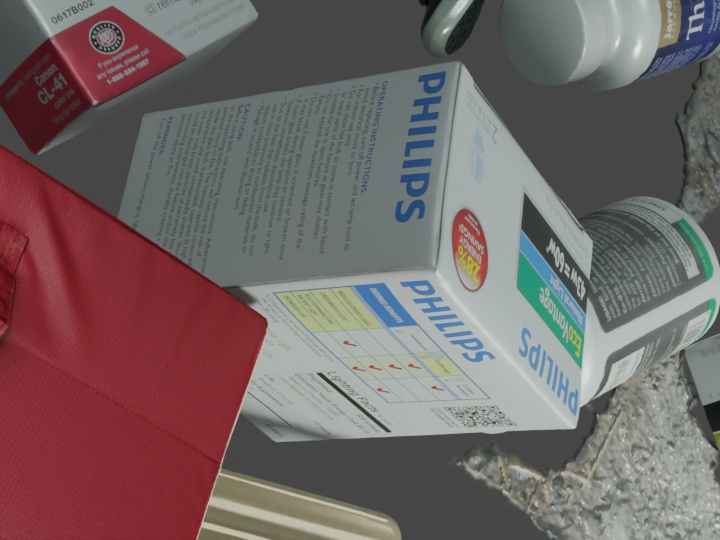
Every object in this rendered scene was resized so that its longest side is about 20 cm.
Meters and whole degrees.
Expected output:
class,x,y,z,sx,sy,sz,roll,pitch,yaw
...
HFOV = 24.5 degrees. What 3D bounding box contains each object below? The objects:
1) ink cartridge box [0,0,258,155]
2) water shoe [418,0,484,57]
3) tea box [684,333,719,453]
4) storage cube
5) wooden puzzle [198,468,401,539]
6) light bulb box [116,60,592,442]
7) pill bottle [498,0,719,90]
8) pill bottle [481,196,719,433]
class,x,y,z,sx,sy,sz,roll,pitch,yaw
ink cartridge box,-0.177,-0.191,0.975,0.147,0.086,0.200,-37,97,-39
water shoe,0.064,-0.237,1.196,0.079,0.072,0.200,21,58,3
tea box,0.378,0.113,1.234,0.199,0.133,0.197,-12,79,-38
storage cube,-0.179,0.071,0.802,0.180,0.200,0.171,34,55,-28
wooden puzzle,-0.070,0.205,0.894,0.184,0.037,0.201,17,51,-14
light bulb box,0.000,0.000,0.915,0.198,0.199,0.125,46,46,-50
pill bottle,0.199,-0.196,1.238,0.200,0.111,0.111,-21,85,-40
pill bottle,0.140,0.029,1.105,0.200,0.113,0.113,-22,86,-40
